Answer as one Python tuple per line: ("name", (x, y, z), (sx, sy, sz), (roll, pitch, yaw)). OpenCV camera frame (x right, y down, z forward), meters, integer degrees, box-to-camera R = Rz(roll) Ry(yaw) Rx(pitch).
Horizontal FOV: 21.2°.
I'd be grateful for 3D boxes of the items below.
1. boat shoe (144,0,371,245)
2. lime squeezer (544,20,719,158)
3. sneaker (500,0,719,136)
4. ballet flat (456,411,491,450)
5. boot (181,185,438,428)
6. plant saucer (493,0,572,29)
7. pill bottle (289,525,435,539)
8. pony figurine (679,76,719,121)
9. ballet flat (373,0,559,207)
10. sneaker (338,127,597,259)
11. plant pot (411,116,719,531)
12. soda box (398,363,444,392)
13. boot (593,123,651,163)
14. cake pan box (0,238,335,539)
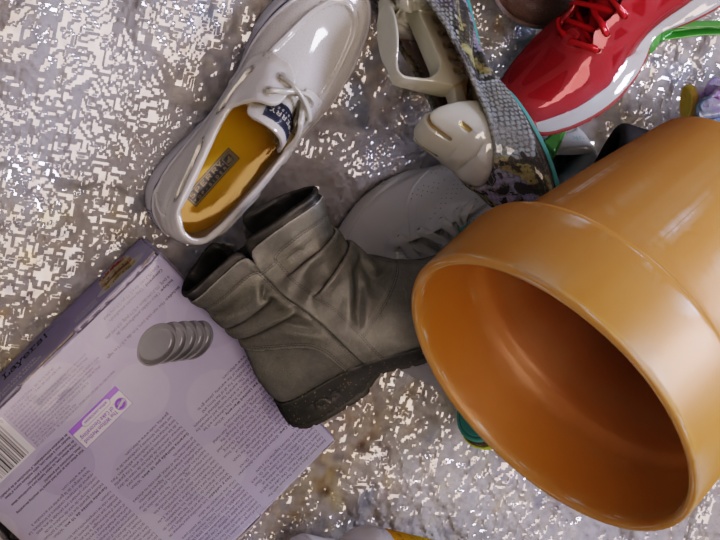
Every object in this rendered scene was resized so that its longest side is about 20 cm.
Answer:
("boat shoe", (-0.056, -0.098, 1.193), (0.071, 0.070, 0.200), (41, 87, -25))
("lime squeezer", (0.179, -0.143, 1.273), (0.200, 0.071, 0.038), (-29, 132, -24))
("sneaker", (0.153, -0.180, 1.202), (0.200, 0.078, 0.116), (-42, 143, -13))
("ballet flat", (0.135, 0.036, 1.312), (0.067, 0.067, 0.200), (22, 95, -54))
("boot", (0.000, 0.000, 1.180), (0.200, 0.068, 0.131), (-32, 113, 4))
("plant saucer", (0.156, -0.239, 1.210), (0.200, 0.035, 0.200), (-25, 150, -16))
("pill bottle", (0.040, 0.235, 1.298), (0.200, 0.109, 0.110), (17, 98, -24))
("pony figurine", (0.315, -0.082, 1.310), (0.199, 0.167, 0.194), (-1, 121, -12))
("ballet flat", (0.055, -0.108, 1.193), (0.072, 0.072, 0.201), (-18, 73, -16))
("sneaker", (0.065, -0.035, 1.247), (0.200, 0.088, 0.075), (-39, 115, -7))
("plant pot", (0.162, 0.014, 1.108), (0.183, 0.200, 0.200), (-44, 116, -26))
("soda box", (0.127, 0.077, 1.234), (0.064, 0.200, 0.068), (-66, 157, 2))
("boot", (0.188, 0.002, 1.251), (0.144, 0.072, 0.201), (7, 116, -9))
("cake pan box", (-0.145, 0.112, 1.227), (0.200, 0.052, 0.184), (-46, 113, -5))
